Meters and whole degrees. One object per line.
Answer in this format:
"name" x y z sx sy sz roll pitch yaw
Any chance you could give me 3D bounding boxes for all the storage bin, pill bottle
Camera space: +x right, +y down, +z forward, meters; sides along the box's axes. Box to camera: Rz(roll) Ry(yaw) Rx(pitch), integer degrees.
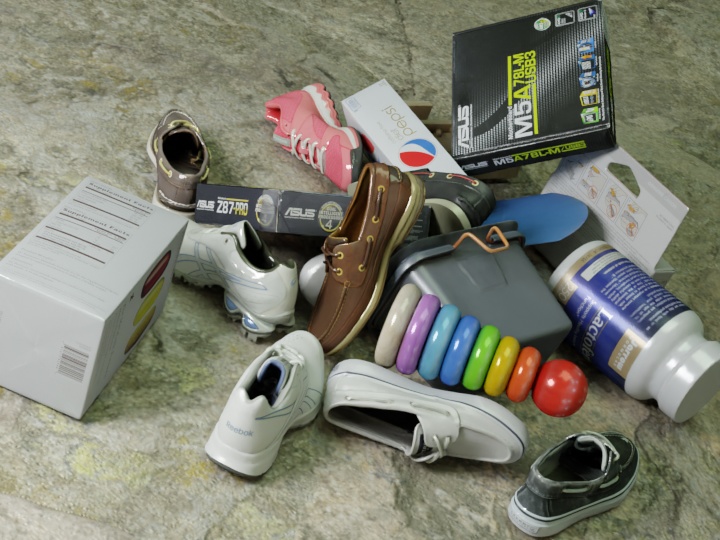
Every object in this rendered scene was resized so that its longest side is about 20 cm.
"storage bin" 0.123 0.041 1.480 0.199 0.146 0.135 -13 56 -44
"pill bottle" 0.300 0.067 1.559 0.115 0.116 0.200 -15 46 -45

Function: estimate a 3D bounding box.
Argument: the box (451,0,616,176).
"box" 0.204 -0.219 1.709 0.192 0.048 0.201 -8 56 18

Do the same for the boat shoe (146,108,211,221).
"boat shoe" -0.199 -0.130 1.595 0.071 0.060 0.200 13 33 -14

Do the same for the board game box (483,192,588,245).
"board game box" 0.169 -0.038 1.671 0.199 0.039 0.158 -8 22 10

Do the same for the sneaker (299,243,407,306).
"sneaker" 0.000 0.000 1.531 0.199 0.076 0.088 -4 26 -43

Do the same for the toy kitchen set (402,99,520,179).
"toy kitchen set" 0.110 -0.229 1.828 0.199 0.181 0.163 -5 40 -37

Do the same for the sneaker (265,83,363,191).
"sneaker" -0.059 -0.152 1.729 0.086 0.074 0.200 -10 39 -19

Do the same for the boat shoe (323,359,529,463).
"boat shoe" 0.060 0.146 1.335 0.199 0.072 0.066 23 42 -5

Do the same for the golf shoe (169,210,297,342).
"golf shoe" -0.136 -0.022 1.437 0.200 0.098 0.078 34 35 21

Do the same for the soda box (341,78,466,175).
"soda box" 0.055 -0.135 1.696 0.063 0.068 0.200 -28 54 -10

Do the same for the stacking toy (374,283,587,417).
"stacking toy" 0.117 0.087 1.348 0.199 0.086 0.085 23 31 7

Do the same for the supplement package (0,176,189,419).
"supplement package" -0.248 0.019 1.286 0.109 0.114 0.200 23 32 4

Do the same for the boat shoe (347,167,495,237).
"boat shoe" 0.065 -0.075 1.579 0.063 0.074 0.201 -42 32 -28

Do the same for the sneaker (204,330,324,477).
"sneaker" -0.072 0.105 1.294 0.074 0.087 0.200 23 30 4

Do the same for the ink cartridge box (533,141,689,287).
"ink cartridge box" 0.294 -0.057 1.684 0.045 0.177 0.200 1 37 -40

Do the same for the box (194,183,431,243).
"box" -0.051 -0.060 1.511 0.199 0.049 0.161 4 5 -37

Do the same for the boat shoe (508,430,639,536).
"boat shoe" 0.217 0.190 1.362 0.072 0.071 0.200 36 33 22

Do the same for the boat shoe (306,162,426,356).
"boat shoe" -0.009 -0.015 1.415 0.067 0.201 0.072 24 4 -31
